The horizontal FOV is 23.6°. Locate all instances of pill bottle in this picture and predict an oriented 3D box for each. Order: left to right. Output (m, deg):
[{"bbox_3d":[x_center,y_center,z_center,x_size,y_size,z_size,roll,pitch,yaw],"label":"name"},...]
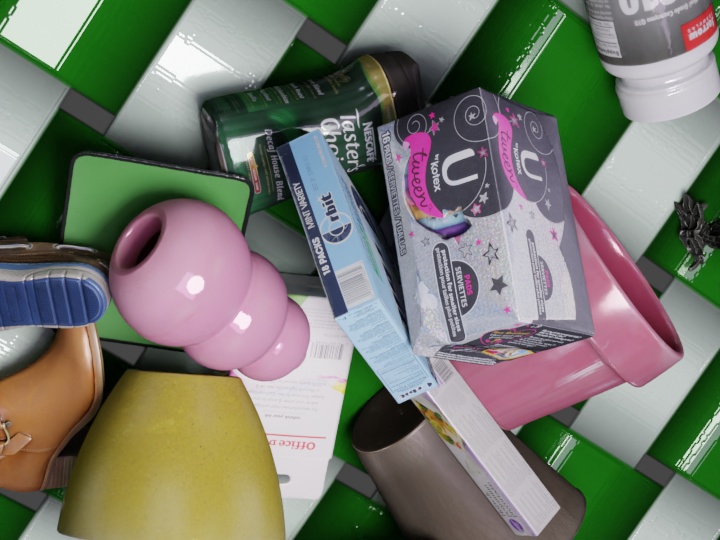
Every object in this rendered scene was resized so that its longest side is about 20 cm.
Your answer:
[{"bbox_3d":[0.262,-0.246,1.568,0.113,0.114,0.202,-24,115,-9],"label":"pill bottle"}]

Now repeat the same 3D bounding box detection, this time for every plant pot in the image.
[{"bbox_3d":[-0.158,0.160,1.496,0.198,0.200,0.144,6,86,-20],"label":"plant pot"},{"bbox_3d":[0.175,0.048,1.615,0.178,0.201,0.200,-36,117,14],"label":"plant pot"}]

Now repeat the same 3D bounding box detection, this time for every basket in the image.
[{"bbox_3d":[0.093,0.202,1.667,0.180,0.136,0.201,-34,113,9],"label":"basket"}]

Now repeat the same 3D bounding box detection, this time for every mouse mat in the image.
[{"bbox_3d":[-0.186,-0.012,1.513,0.159,0.008,0.201,9,126,-9],"label":"mouse mat"}]

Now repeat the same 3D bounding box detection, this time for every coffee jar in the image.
[{"bbox_3d":[-0.036,-0.124,1.527,0.198,0.085,0.105,-18,117,-12],"label":"coffee jar"}]

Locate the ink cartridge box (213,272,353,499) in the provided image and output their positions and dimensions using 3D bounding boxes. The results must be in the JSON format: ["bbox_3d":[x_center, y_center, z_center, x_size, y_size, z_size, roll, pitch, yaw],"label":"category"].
[{"bbox_3d":[-0.077,0.107,1.607,0.116,0.067,0.202,6,106,-19],"label":"ink cartridge box"}]

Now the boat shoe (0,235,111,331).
[{"bbox_3d":[-0.305,0.009,1.486,0.198,0.073,0.073,5,122,7],"label":"boat shoe"}]

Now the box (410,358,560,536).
[{"bbox_3d":[0.108,0.158,1.582,0.041,0.039,0.201,-46,107,-25],"label":"box"}]

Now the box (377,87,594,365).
[{"bbox_3d":[0.106,-0.034,1.453,0.132,0.114,0.202,11,65,-53],"label":"box"}]

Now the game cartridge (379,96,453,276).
[{"bbox_3d":[0.085,-0.042,1.574,0.041,0.133,0.201,16,106,-49],"label":"game cartridge"}]

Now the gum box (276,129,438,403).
[{"bbox_3d":[0.000,0.000,1.476,0.044,0.171,0.200,-23,151,6],"label":"gum box"}]

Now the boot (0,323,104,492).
[{"bbox_3d":[-0.308,0.109,1.529,0.153,0.077,0.202,1,123,-14],"label":"boot"}]

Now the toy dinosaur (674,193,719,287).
[{"bbox_3d":[0.398,-0.037,1.708,0.135,0.102,0.202,-8,91,-33],"label":"toy dinosaur"}]

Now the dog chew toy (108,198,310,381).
[{"bbox_3d":[-0.119,0.027,1.472,0.125,0.125,0.200,-50,126,4],"label":"dog chew toy"}]
